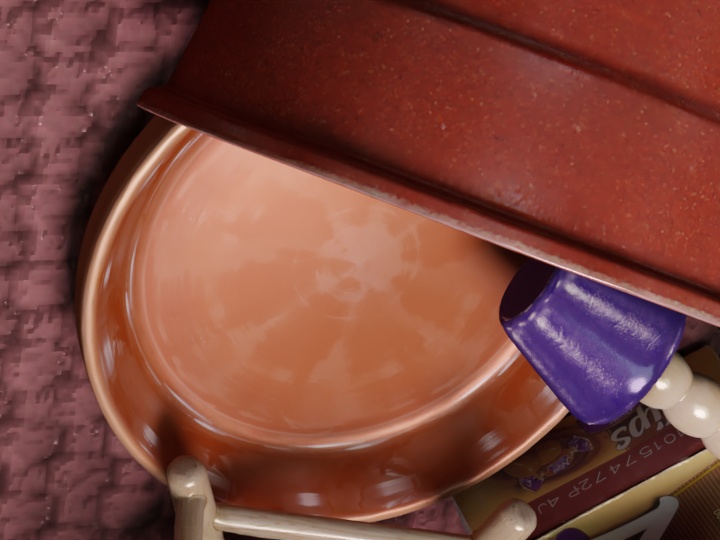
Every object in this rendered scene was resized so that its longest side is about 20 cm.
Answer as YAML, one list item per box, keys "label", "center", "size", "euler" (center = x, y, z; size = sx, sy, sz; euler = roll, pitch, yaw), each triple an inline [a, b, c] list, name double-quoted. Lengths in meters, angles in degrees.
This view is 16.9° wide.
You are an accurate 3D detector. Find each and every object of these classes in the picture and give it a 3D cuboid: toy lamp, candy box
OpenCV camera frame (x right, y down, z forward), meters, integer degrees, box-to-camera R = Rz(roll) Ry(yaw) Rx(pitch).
- label: "toy lamp"
  center: [0.133, 0.060, 0.843]
  size: [0.200, 0.058, 0.058]
  euler: [38, 105, -17]
- label: "candy box"
  center: [0.123, 0.137, 0.949]
  size: [0.117, 0.056, 0.200]
  euler: [-27, 128, -2]

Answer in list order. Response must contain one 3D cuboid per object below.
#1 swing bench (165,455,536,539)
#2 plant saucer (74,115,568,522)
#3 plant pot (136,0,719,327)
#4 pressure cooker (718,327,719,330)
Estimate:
- label: "swing bench"
  center: [-0.022, 0.207, 0.831]
  size: [0.130, 0.199, 0.200]
  euler: [8, 134, -7]
- label: "plant saucer"
  center: [0.000, 0.000, 0.831]
  size: [0.200, 0.032, 0.200]
  euler: [-10, 125, -14]
- label: "plant pot"
  center: [0.064, -0.102, 0.682]
  size: [0.201, 0.201, 0.195]
  euler: [20, 92, -29]
- label: "pressure cooker"
  center: [0.229, -0.037, 0.790]
  size: [0.200, 0.176, 0.179]
  euler: [-18, 125, -28]
